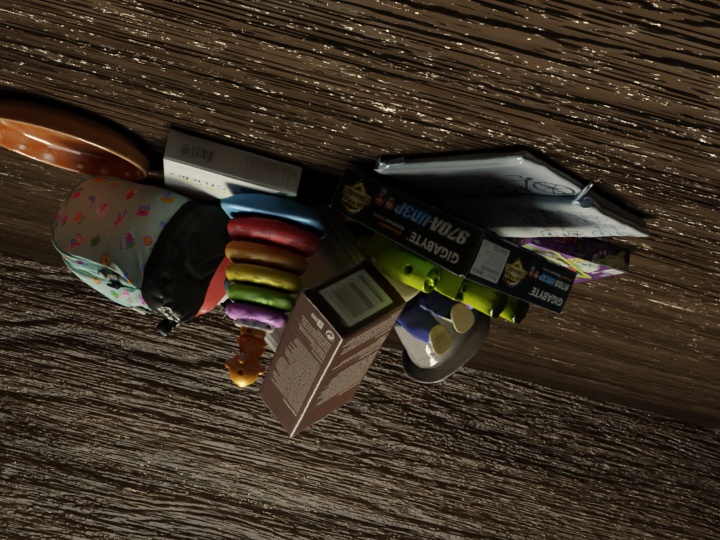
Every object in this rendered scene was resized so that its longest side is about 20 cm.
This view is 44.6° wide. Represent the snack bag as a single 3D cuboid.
[{"bbox_3d":[0.139,-0.066,0.814,0.199,0.022,0.187,21,169,-41],"label":"snack bag"}]

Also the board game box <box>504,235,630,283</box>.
[{"bbox_3d":[0.209,-0.013,1.021,0.118,0.033,0.200,11,171,-13],"label":"board game box"}]

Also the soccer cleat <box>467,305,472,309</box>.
[{"bbox_3d":[0.163,0.022,1.217,0.075,0.068,0.200,-8,175,0],"label":"soccer cleat"}]

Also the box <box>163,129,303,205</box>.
[{"bbox_3d":[-0.150,-0.101,0.993,0.143,0.037,0.200,15,173,-10],"label":"box"}]

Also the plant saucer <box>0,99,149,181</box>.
[{"bbox_3d":[-0.336,-0.148,0.994,0.198,0.033,0.200,12,171,2],"label":"plant saucer"}]

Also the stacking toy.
[{"bbox_3d":[-0.108,0.027,0.957,0.114,0.203,0.110,10,172,4],"label":"stacking toy"}]

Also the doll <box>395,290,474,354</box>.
[{"bbox_3d":[0.060,0.044,1.170,0.049,0.136,0.200,53,169,-34],"label":"doll"}]

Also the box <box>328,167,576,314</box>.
[{"bbox_3d":[0.087,-0.030,0.849,0.158,0.046,0.199,19,-172,-45],"label":"box"}]

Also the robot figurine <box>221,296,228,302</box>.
[{"bbox_3d":[-0.270,-0.009,1.506,0.169,0.114,0.199,31,-174,42],"label":"robot figurine"}]

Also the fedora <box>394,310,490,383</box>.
[{"bbox_3d":[0.118,0.086,1.445,0.090,0.177,0.200,46,-172,-18],"label":"fedora"}]

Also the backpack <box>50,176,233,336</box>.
[{"bbox_3d":[-0.268,-0.034,1.058,0.198,0.168,0.127,14,152,28],"label":"backpack"}]

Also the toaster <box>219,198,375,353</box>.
[{"bbox_3d":[-0.071,0.023,1.063,0.129,0.200,0.114,49,-177,20],"label":"toaster"}]

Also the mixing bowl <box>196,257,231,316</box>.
[{"bbox_3d":[-0.261,0.000,1.238,0.197,0.110,0.200,14,170,3],"label":"mixing bowl"}]

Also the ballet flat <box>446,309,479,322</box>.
[{"bbox_3d":[0.110,0.027,1.327,0.062,0.068,0.200,5,158,40],"label":"ballet flat"}]

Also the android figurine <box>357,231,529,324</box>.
[{"bbox_3d":[0.085,0.003,0.971,0.199,0.042,0.181,26,-174,31],"label":"android figurine"}]

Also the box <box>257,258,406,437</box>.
[{"bbox_3d":[-0.035,0.088,0.967,0.100,0.201,0.075,-26,-117,-38],"label":"box"}]

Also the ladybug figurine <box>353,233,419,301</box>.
[{"bbox_3d":[0.000,0.000,1.167,0.198,0.136,0.072,-1,126,44],"label":"ladybug figurine"}]
